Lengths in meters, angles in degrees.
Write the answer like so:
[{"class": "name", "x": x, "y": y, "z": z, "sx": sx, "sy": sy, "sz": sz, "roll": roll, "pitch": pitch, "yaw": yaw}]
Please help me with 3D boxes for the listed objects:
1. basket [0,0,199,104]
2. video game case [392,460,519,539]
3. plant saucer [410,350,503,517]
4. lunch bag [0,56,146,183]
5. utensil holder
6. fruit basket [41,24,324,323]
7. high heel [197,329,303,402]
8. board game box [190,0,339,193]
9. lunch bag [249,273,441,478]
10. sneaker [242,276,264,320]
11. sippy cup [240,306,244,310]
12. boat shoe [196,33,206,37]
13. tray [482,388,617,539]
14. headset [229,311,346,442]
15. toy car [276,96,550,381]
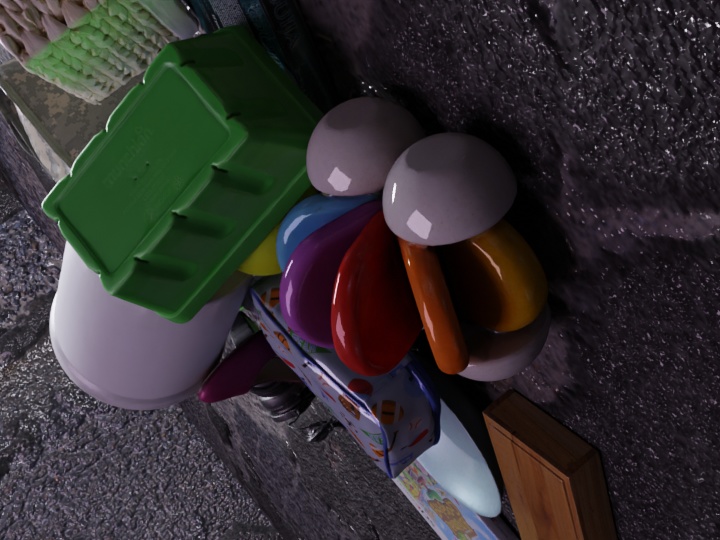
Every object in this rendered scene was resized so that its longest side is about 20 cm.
[{"class": "basket", "x": -0.231, "y": -0.229, "z": 0.885, "sx": 0.136, "sy": 0.123, "sz": 0.200, "roll": 52, "pitch": -178, "yaw": 3}, {"class": "video game case", "x": 0.080, "y": 0.238, "z": 1.209, "sx": 0.182, "sy": 0.022, "sz": 0.200, "roll": 49, "pitch": 162, "yaw": 6}, {"class": "plant saucer", "x": 0.074, "y": 0.138, "z": 1.024, "sx": 0.201, "sy": 0.039, "sz": 0.201, "roll": 46, "pitch": 160, "yaw": 22}, {"class": "lunch bag", "x": -0.254, "y": -0.161, "z": 1.093, "sx": 0.200, "sy": 0.164, "sz": 0.118, "roll": 48, "pitch": 160, "yaw": 18}, {"class": "utensil holder", "x": -0.183, "y": 0.009, "z": 0.984, "sx": 0.170, "sy": 0.170, "sz": 0.200, "roll": 50, "pitch": 147, "yaw": 11}, {"class": "fruit basket", "x": -0.104, "y": -0.063, "z": 0.835, "sx": 0.156, "sy": 0.215, "sz": 0.216, "roll": 49, "pitch": 162, "yaw": 15}, {"class": "high heel", "x": -0.066, "y": 0.100, "z": 1.076, "sx": 0.096, "sy": 0.200, "sz": 0.067, "roll": 48, "pitch": 138, "yaw": 11}, {"class": "board game box", "x": -0.064, "y": -0.146, "z": 0.864, "sx": 0.135, "sy": 0.028, "sz": 0.201, "roll": 27, "pitch": 148, "yaw": 53}, {"class": "lunch bag", "x": -0.014, "y": 0.081, "z": 0.958, "sx": 0.200, "sy": 0.075, "sz": 0.160, "roll": 47, "pitch": 167, "yaw": 23}, {"class": "sneaker", "x": -0.093, "y": -0.030, "z": 1.101, "sx": 0.075, "sy": 0.082, "sz": 0.200, "roll": 37, "pitch": -164, "yaw": -46}, {"class": "sippy cup", "x": -0.188, "y": -0.029, "z": 1.250, "sx": 0.140, "sy": 0.177, "sz": 0.131, "roll": -81, "pitch": -15, "yaw": -54}, {"class": "boat shoe", "x": -0.104, "y": -0.115, "z": 0.969, "sx": 0.084, "sy": 0.069, "sz": 0.201, "roll": 25, "pitch": 143, "yaw": 32}, {"class": "tray", "x": 0.163, "y": 0.196, "z": 0.912, "sx": 0.099, "sy": 0.037, "sz": 0.200, "roll": 36, "pitch": 156, "yaw": 45}, {"class": "headset", "x": -0.081, "y": 0.115, "z": 1.229, "sx": 0.200, "sy": 0.094, "sz": 0.124, "roll": 53, "pitch": 179, "yaw": 44}, {"class": "toy car", "x": 0.020, "y": -0.002, "z": 0.721, "sx": 0.200, "sy": 0.150, "sz": 0.175, "roll": 33, "pitch": 153, "yaw": 48}]
